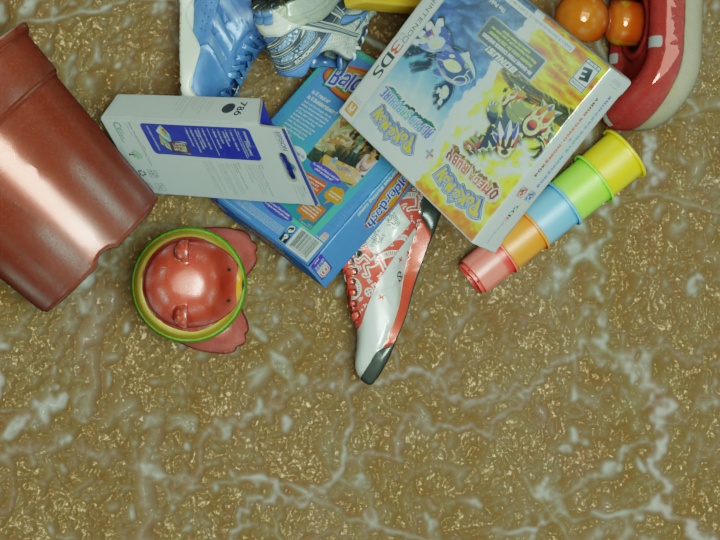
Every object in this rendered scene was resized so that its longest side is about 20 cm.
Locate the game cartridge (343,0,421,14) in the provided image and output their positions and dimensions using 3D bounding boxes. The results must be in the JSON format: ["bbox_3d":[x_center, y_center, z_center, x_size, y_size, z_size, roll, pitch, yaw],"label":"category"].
[{"bbox_3d":[0.032,-0.341,1.289,0.176,0.032,0.201,-7,89,-50],"label":"game cartridge"}]

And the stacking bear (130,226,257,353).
[{"bbox_3d":[-0.149,0.013,1.225,0.113,0.200,0.122,7,88,-6],"label":"stacking bear"}]

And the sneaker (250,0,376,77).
[{"bbox_3d":[-0.029,-0.232,1.282,0.200,0.077,0.085,-35,120,-47],"label":"sneaker"}]

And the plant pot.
[{"bbox_3d":[-0.300,-0.081,1.227,0.201,0.201,0.195,-45,102,-6],"label":"plant pot"}]

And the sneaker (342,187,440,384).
[{"bbox_3d":[0.000,0.000,1.311,0.108,0.067,0.202,19,84,-3],"label":"sneaker"}]

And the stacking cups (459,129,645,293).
[{"bbox_3d":[0.187,-0.050,1.336,0.200,0.061,0.061,-42,93,-4],"label":"stacking cups"}]

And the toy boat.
[{"bbox_3d":[0.248,-0.234,1.307,0.130,0.130,0.201,3,87,-12],"label":"toy boat"}]

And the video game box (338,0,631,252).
[{"bbox_3d":[0.099,-0.147,1.165,0.200,0.047,0.182,46,108,33],"label":"video game box"}]

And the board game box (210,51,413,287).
[{"bbox_3d":[-0.025,-0.103,1.277,0.152,0.045,0.200,36,82,34],"label":"board game box"}]

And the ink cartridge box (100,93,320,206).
[{"bbox_3d":[-0.130,-0.110,1.238,0.199,0.100,0.039,7,51,27],"label":"ink cartridge box"}]

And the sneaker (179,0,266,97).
[{"bbox_3d":[-0.112,-0.210,1.298,0.111,0.077,0.201,-3,82,3],"label":"sneaker"}]
